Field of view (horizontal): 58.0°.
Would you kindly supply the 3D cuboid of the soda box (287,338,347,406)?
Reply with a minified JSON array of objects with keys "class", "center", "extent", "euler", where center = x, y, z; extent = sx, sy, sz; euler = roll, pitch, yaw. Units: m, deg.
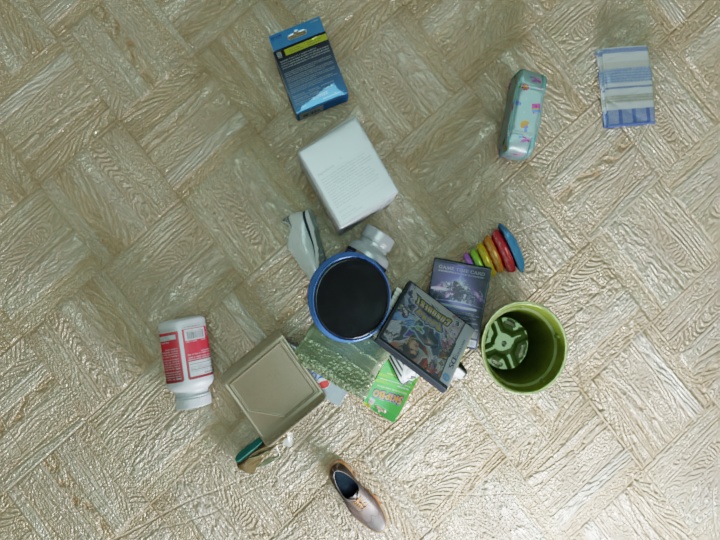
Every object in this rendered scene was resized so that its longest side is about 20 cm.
[{"class":"soda box","center":[-0.117,0.241,1.550],"extent":[0.196,0.063,0.070],"euler":[31,88,-1]}]

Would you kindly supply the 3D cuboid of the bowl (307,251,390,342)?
[{"class":"bowl","center":[-0.022,0.062,1.465],"extent":[0.194,0.039,0.208],"euler":[-1,94,-13]}]

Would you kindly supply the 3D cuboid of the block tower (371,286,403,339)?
[{"class":"block tower","center":[0.064,0.143,1.569],"extent":[0.053,0.058,0.204],"euler":[27,88,-1]}]

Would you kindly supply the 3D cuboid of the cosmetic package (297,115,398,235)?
[{"class":"cosmetic package","center":[-0.032,-0.218,1.528],"extent":[0.162,0.165,0.204],"euler":[-30,90,-4]}]

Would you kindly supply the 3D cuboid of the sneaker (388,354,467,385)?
[{"class":"sneaker","center":[0.151,0.230,1.548],"extent":[0.197,0.076,0.117],"euler":[29,101,-7]}]

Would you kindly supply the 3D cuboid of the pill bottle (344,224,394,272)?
[{"class":"pill bottle","center":[0.000,0.000,1.544],"extent":[0.109,0.111,0.204],"euler":[29,86,-1]}]

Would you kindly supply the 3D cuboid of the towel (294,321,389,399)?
[{"class":"towel","center":[-0.041,0.191,1.495],"extent":[0.197,0.037,0.150],"euler":[31,62,5]}]

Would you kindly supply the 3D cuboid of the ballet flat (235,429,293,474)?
[{"class":"ballet flat","center":[-0.207,0.409,1.543],"extent":[0.199,0.068,0.073],"euler":[-44,110,-4]}]

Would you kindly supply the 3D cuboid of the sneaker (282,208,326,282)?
[{"class":"sneaker","center":[-0.130,-0.041,1.569],"extent":[0.078,0.076,0.207],"euler":[-15,83,8]}]

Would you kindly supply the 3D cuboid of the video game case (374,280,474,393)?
[{"class":"video game case","center":[0.151,0.149,1.497],"extent":[0.198,0.026,0.183],"euler":[36,57,-3]}]

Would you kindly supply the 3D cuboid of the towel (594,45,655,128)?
[{"class":"towel","center":[0.670,-0.466,1.644],"extent":[0.142,0.024,0.208],"euler":[-6,89,-5]}]

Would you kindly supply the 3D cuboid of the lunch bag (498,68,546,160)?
[{"class":"lunch bag","center":[0.387,-0.372,1.561],"extent":[0.074,0.160,0.207],"euler":[11,92,3]}]

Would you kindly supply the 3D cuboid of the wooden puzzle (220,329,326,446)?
[{"class":"wooden puzzle","center":[-0.201,0.271,1.504],"extent":[0.183,0.037,0.202],"euler":[-37,86,2]}]

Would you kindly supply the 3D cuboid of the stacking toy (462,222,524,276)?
[{"class":"stacking toy","center":[0.289,-0.018,1.574],"extent":[0.196,0.110,0.118],"euler":[-27,102,8]}]

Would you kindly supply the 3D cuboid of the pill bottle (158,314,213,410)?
[{"class":"pill bottle","center":[-0.403,0.214,1.515],"extent":[0.108,0.112,0.207],"euler":[-9,87,-3]}]

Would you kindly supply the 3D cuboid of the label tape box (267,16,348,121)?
[{"class":"label tape box","center":[-0.127,-0.492,1.590],"extent":[0.139,0.066,0.206],"euler":[-21,86,-4]}]

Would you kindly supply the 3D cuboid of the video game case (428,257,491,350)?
[{"class":"video game case","center":[0.228,0.081,1.557],"extent":[0.138,0.019,0.207],"euler":[10,105,6]}]

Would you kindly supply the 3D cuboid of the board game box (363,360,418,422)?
[{"class":"board game box","center":[0.090,0.256,1.577],"extent":[0.094,0.030,0.204],"euler":[30,83,-3]}]

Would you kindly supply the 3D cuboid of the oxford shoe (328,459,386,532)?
[{"class":"oxford shoe","center":[-0.008,0.545,1.534],"extent":[0.071,0.073,0.201],"euler":[-42,90,-4]}]

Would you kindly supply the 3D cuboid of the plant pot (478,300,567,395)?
[{"class":"plant pot","center":[0.357,0.174,1.515],"extent":[0.193,0.184,0.208],"euler":[0,88,-2]}]
